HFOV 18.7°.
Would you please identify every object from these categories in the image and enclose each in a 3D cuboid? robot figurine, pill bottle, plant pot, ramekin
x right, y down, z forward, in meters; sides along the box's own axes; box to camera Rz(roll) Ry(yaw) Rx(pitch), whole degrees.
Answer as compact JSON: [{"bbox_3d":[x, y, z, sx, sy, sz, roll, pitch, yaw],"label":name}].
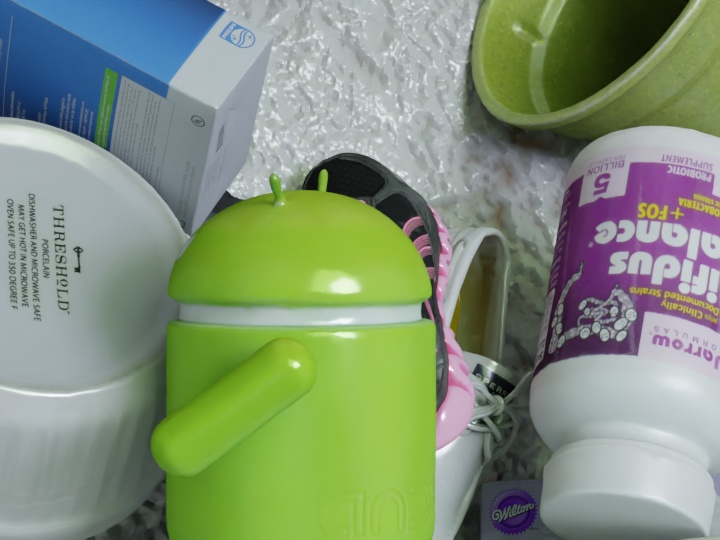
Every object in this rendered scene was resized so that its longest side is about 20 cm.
[{"bbox_3d":[-0.025,0.057,0.932,0.115,0.175,0.200,1,93,12],"label":"robot figurine"},{"bbox_3d":[0.145,0.037,1.095,0.112,0.112,0.200,23,61,-22],"label":"pill bottle"},{"bbox_3d":[0.199,-0.126,1.264,0.184,0.200,0.201,32,56,-30],"label":"plant pot"},{"bbox_3d":[-0.163,0.019,0.989,0.202,0.094,0.203,14,47,-15],"label":"ramekin"}]

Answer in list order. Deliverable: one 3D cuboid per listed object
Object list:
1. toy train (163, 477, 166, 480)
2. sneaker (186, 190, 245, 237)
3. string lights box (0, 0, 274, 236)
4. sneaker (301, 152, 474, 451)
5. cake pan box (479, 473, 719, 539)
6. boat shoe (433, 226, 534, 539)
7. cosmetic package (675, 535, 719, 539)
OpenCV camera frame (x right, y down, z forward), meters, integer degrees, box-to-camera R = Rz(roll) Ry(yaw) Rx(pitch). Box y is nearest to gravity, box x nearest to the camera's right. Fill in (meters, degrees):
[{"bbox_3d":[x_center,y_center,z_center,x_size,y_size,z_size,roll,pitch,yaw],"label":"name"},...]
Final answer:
[{"bbox_3d":[-0.131,0.093,1.041,0.200,0.046,0.034,-8,56,-31],"label":"toy train"},{"bbox_3d":[-0.067,-0.003,1.105,0.200,0.072,0.083,49,52,-5],"label":"sneaker"},{"bbox_3d":[-0.147,-0.108,1.040,0.200,0.103,0.059,29,55,7],"label":"string lights box"},{"bbox_3d":[0.000,0.000,1.098,0.095,0.079,0.200,49,17,-42],"label":"sneaker"},{"bbox_3d":[0.152,0.194,1.105,0.200,0.052,0.185,-3,64,14],"label":"cake pan box"},{"bbox_3d":[0.054,0.066,1.133,0.075,0.086,0.202,40,48,-41],"label":"boat shoe"},{"bbox_3d":[0.125,0.190,1.046,0.200,0.071,0.105,-6,65,13],"label":"cosmetic package"}]
